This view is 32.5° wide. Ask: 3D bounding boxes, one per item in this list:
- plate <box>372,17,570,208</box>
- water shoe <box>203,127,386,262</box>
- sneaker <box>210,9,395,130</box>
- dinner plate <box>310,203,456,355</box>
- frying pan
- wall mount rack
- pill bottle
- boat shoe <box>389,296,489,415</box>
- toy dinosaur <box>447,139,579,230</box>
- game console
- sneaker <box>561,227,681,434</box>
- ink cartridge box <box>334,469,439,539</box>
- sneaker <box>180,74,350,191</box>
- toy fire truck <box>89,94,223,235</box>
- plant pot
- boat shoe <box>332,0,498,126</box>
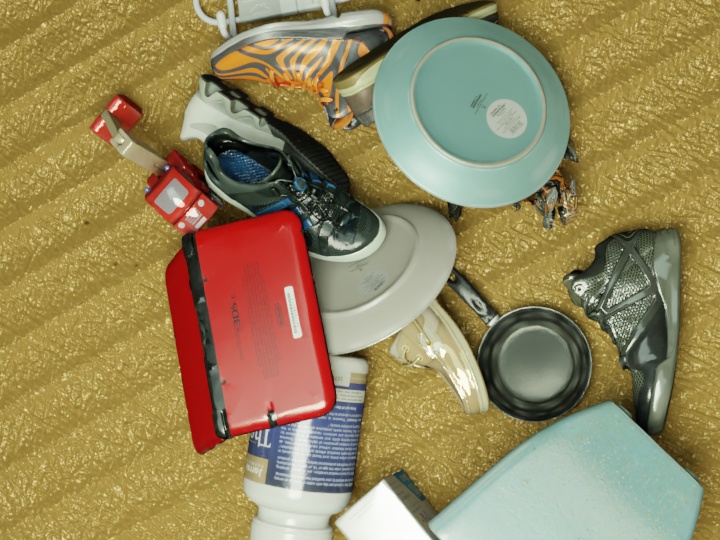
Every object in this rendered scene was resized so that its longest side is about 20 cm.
[{"bbox_3d":[0.111,-0.158,1.186,0.199,0.026,0.201,4,71,-11],"label":"plate"},{"bbox_3d":[-0.070,-0.071,1.206,0.199,0.079,0.072,24,72,11],"label":"water shoe"},{"bbox_3d":[-0.056,-0.199,1.287,0.199,0.078,0.113,-10,83,11],"label":"sneaker"},{"bbox_3d":[0.000,0.000,1.221,0.199,0.024,0.201,-20,40,18],"label":"dinner plate"},{"bbox_3d":[0.141,0.079,1.248,0.189,0.031,0.115,25,91,16],"label":"frying pan"},{"bbox_3d":[-0.096,-0.338,1.307,0.199,0.075,0.175,-9,84,10],"label":"wall mount rack"},{"bbox_3d":[-0.058,0.180,1.240,0.110,0.111,0.201,7,87,12],"label":"pill bottle"},{"bbox_3d":[0.058,0.065,1.240,0.069,0.074,0.201,-27,71,-9],"label":"boat shoe"},{"bbox_3d":[0.139,-0.119,1.247,0.135,0.102,0.200,-27,45,-6],"label":"toy dinosaur"},{"bbox_3d":[-0.113,0.063,1.213,0.171,0.119,0.201,-13,78,6],"label":"game console"},{"bbox_3d":[0.255,0.058,1.206,0.113,0.076,0.201,0,82,13],"label":"sneaker"},{"bbox_3d":[0.072,0.296,1.203,0.068,0.115,0.200,-41,80,6],"label":"ink cartridge box"},{"bbox_3d":[-0.103,-0.118,1.301,0.200,0.074,0.089,35,107,14],"label":"sneaker"},{"bbox_3d":[-0.214,-0.111,1.280,0.141,0.200,0.049,41,96,-17],"label":"toy fire truck"},{"bbox_3d":[0.206,0.232,1.147,0.200,0.196,0.196,-45,78,0],"label":"plant pot"},{"bbox_3d":[0.062,-0.211,1.252,0.199,0.073,0.065,-31,111,-19],"label":"boat shoe"}]
